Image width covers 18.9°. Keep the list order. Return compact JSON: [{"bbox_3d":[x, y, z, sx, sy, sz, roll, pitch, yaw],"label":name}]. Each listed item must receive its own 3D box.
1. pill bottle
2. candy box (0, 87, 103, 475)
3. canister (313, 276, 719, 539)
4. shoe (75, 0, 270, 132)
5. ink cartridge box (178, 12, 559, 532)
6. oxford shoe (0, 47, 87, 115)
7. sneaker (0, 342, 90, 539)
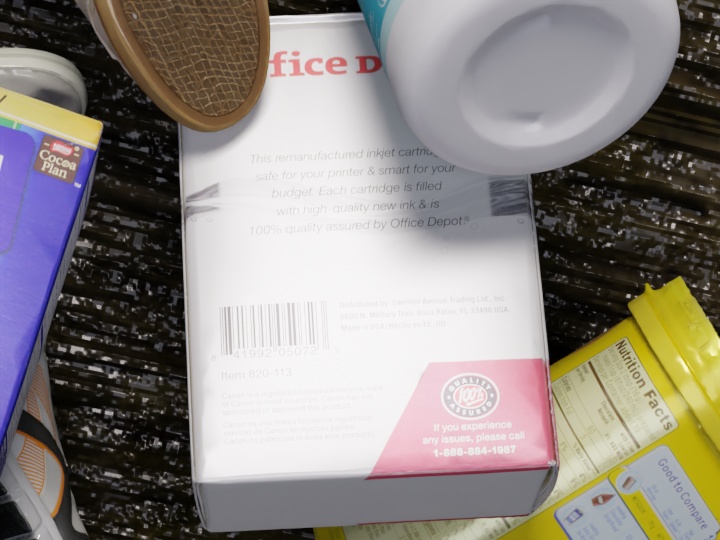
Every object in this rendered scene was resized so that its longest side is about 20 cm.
[{"bbox_3d":[0.045,-0.140,0.857,0.110,0.200,0.111,-10,137,-9],"label":"pill bottle"},{"bbox_3d":[-0.204,0.015,0.812,0.169,0.077,0.200,18,64,-8],"label":"candy box"},{"bbox_3d":[0.097,0.115,0.977,0.200,0.087,0.149,-32,119,7],"label":"canister"},{"bbox_3d":[-0.095,-0.148,0.856,0.070,0.053,0.200,-30,108,-18],"label":"shoe"},{"bbox_3d":[0.000,0.000,0.906,0.146,0.083,0.201,-3,70,-2],"label":"ink cartridge box"},{"bbox_3d":[-0.208,-0.038,0.912,0.199,0.058,0.075,-19,141,-3],"label":"oxford shoe"},{"bbox_3d":[-0.156,0.069,0.960,0.074,0.080,0.200,-11,110,46],"label":"sneaker"}]
